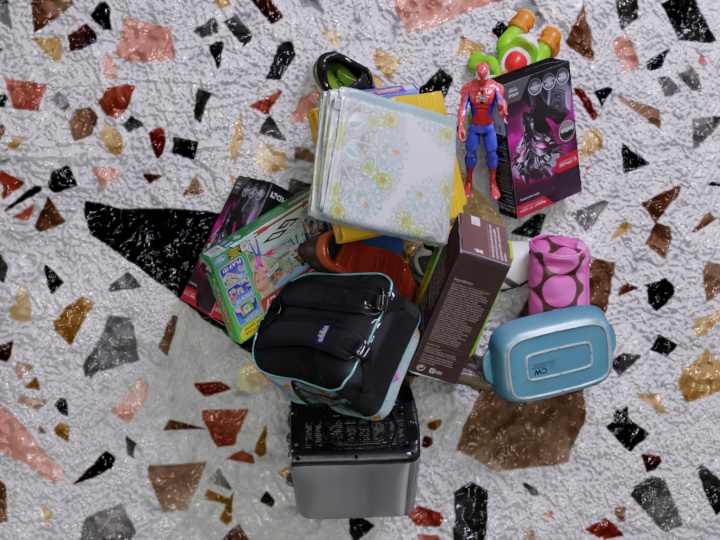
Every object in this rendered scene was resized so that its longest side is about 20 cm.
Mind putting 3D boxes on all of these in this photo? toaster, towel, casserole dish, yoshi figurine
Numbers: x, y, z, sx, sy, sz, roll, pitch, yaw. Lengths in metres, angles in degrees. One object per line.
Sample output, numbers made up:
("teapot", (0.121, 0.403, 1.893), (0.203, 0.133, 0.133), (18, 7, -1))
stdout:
("toaster", (-0.004, 0.230, 1.304), (0.198, 0.181, 0.120), (-1, 123, -4))
("towel", (0.032, -0.131, 1.222), (0.198, 0.048, 0.173), (11, 81, -25))
("casserole dish", (0.266, 0.119, 1.315), (0.198, 0.039, 0.122), (-11, 106, -8))
("yoshi figurine", (0.213, -0.275, 1.410), (0.112, 0.112, 0.201), (48, 67, -39))

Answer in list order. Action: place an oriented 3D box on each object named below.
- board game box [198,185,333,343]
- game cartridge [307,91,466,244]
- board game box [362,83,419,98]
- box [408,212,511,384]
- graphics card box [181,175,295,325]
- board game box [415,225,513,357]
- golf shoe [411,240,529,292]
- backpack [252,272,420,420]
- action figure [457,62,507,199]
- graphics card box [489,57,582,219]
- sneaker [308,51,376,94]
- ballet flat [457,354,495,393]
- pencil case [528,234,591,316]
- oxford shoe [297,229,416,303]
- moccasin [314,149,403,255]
("board game box", (-0.110, -0.011, 1.280), (0.199, 0.029, 0.135), (-35, 125, -29))
("game cartridge", (0.040, -0.139, 1.266), (0.198, 0.032, 0.178), (-13, 89, -25))
("board game box", (0.022, -0.155, 1.363), (0.133, 0.045, 0.202), (-7, 113, -4))
("box", (0.127, 0.038, 1.256), (0.074, 0.100, 0.201), (15, 123, -6))
("graphics card box", (-0.171, -0.029, 1.337), (0.051, 0.125, 0.201), (28, 86, -30))
("board game box", (0.133, 0.041, 1.343), (0.101, 0.048, 0.201), (15, 122, -5))
("golf shoe", (0.174, -0.018, 1.373), (0.198, 0.095, 0.078), (-6, 63, -5))
("backpack", (-0.033, 0.095, 1.232), (0.199, 0.153, 0.177), (7, 63, 34))
("action figure", (0.162, -0.173, 1.279), (0.065, 0.099, 0.201), (0, 125, 7))
("graphics card box", (0.245, -0.187, 1.358), (0.125, 0.051, 0.202), (-22, 115, -22))
("sneaker", (0.003, -0.243, 1.385), (0.074, 0.087, 0.200), (-44, 90, -4))
("ballet flat", (0.105, 0.132, 1.339), (0.198, 0.068, 0.047), (15, 123, -12))
("pencil case", (0.287, 0.051, 1.362), (0.093, 0.091, 0.202), (5, 111, 32))
("oxford shoe", (0.000, 0.000, 1.312), (0.199, 0.072, 0.072), (33, 64, -37))
("moccasin", (0.002, -0.104, 1.322), (0.080, 0.068, 0.201), (-27, 114, -4))
